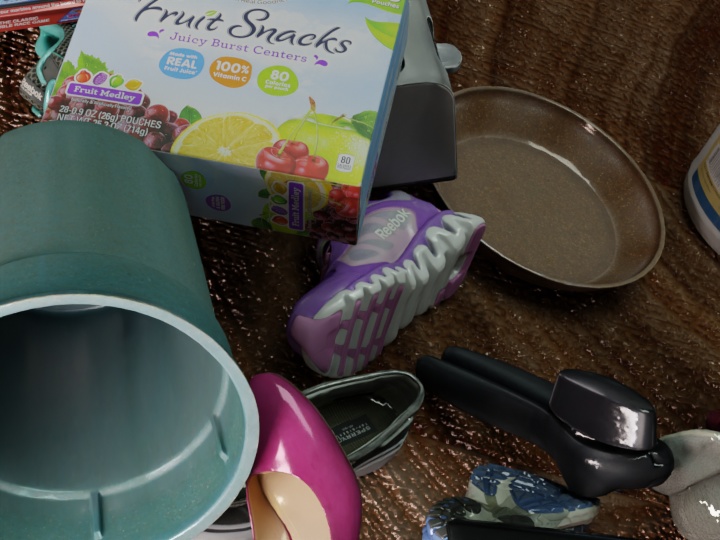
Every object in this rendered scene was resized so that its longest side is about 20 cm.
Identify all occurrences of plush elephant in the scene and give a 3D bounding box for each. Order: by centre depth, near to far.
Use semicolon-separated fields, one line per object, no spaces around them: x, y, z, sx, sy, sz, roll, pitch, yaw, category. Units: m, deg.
0.257;0.128;1.338;0.154;0.166;0.200;-25;20;-5;plush elephant

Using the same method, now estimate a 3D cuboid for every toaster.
-0.038;-0.147;1.410;0.198;0.119;0.182;-8;54;-8;toaster

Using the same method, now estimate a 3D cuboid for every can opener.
0.117;0.089;1.303;0.063;0.079;0.199;0;15;-42;can opener

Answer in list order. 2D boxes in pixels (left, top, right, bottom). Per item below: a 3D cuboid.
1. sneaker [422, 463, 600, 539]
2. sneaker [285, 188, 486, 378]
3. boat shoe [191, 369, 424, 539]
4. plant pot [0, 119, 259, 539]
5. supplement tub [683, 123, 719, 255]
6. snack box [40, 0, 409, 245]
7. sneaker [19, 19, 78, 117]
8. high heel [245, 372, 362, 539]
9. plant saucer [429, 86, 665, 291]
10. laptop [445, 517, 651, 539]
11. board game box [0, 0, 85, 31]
0.082;0.174;1.238;0.077;0.086;0.200;19;14;25;sneaker
0.000;0.000;1.358;0.088;0.081;0.200;35;36;15;sneaker
-0.042;0.103;1.228;0.199;0.071;0.072;-25;65;-43;boat shoe
-0.163;0.030;1.151;0.199;0.201;0.197;13;36;-19;plant pot
0.353;-0.099;1.563;0.144;0.201;0.145;16;43;-16;supplement tub
-0.080;-0.116;1.271;0.198;0.068;0.170;11;55;5;snack box
-0.183;-0.106;1.364;0.090;0.078;0.201;6;39;-12;sneaker
-0.042;0.161;1.114;0.096;0.067;0.202;-25;98;-52;high heel
0.130;-0.053;1.512;0.199;0.037;0.201;17;42;-15;plant saucer
0.125;0.261;1.132;0.186;0.202;0.116;9;14;-22;laptop
-0.240;-0.210;1.393;0.198;0.020;0.104;-10;60;-15;board game box
